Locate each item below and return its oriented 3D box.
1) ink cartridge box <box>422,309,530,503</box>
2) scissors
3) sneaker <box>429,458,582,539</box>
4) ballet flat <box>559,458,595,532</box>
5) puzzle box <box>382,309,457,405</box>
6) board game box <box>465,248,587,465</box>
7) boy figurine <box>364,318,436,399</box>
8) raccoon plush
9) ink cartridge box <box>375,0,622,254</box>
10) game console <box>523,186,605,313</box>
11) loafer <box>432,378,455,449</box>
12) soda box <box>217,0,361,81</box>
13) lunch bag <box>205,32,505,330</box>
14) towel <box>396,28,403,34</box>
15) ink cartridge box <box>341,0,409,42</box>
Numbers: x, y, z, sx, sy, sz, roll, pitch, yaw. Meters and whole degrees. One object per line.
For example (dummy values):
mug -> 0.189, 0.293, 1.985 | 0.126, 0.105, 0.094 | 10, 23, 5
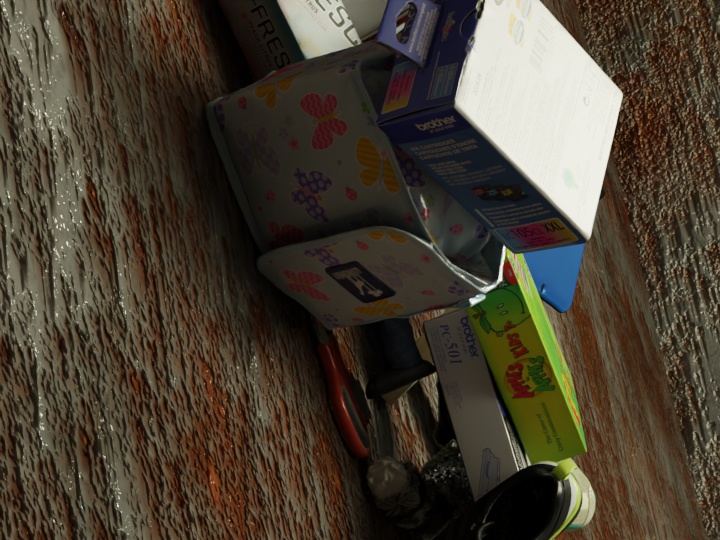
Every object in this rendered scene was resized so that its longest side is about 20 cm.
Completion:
ink cartridge box -> 0.104, 0.135, 1.666 | 0.094, 0.044, 0.201 | 37, 36, -74
scissors -> -0.029, 0.054, 1.647 | 0.073, 0.014, 0.201 | -77, 148, -62
sneaker -> 0.083, 0.209, 1.565 | 0.072, 0.200, 0.083 | 44, 1, 16
ballet flat -> 0.121, 0.136, 1.748 | 0.062, 0.068, 0.200 | -5, 45, -48
puzzle box -> 0.082, 0.047, 1.852 | 0.025, 0.133, 0.200 | 45, 13, 3
board game box -> 0.121, 0.046, 1.648 | 0.102, 0.047, 0.200 | -94, 162, -56
boy figurine -> 0.000, 0.000, 1.680 | 0.124, 0.064, 0.201 | 164, -97, -82
raccoon plush -> 0.068, 0.163, 1.757 | 0.200, 0.096, 0.134 | 58, 13, -46
ink cartridge box -> 0.091, -0.124, 1.467 | 0.200, 0.076, 0.137 | 43, 51, -37
game console -> 0.136, -0.077, 1.908 | 0.171, 0.118, 0.200 | 44, 4, 29
loafer -> 0.104, 0.159, 1.936 | 0.067, 0.076, 0.201 | -30, 115, -38
soda box -> -0.048, -0.180, 1.643 | 0.063, 0.068, 0.201 | -31, 98, -39
lunch bag -> 0.002, -0.057, 1.535 | 0.127, 0.169, 0.201 | -33, 108, -44
towel -> 0.062, -0.106, 1.672 | 0.193, 0.034, 0.201 | -46, 132, -61
ink cartridge box -> 0.002, -0.270, 1.770 | 0.148, 0.085, 0.200 | 58, 11, -1
